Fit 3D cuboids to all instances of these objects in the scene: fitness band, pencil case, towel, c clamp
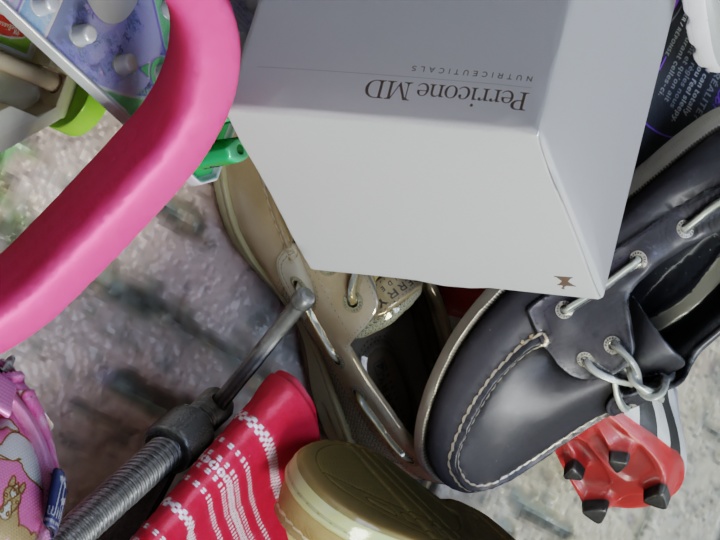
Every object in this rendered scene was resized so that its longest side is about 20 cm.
[{"bbox_3d":[-0.129,-0.043,0.914,0.200,0.037,0.144,-45,134,16],"label":"fitness band"},{"bbox_3d":[-0.159,0.074,0.906,0.086,0.200,0.083,-12,86,-23],"label":"pencil case"},{"bbox_3d":[-0.078,0.140,1.053,0.200,0.022,0.145,-50,159,-18],"label":"towel"},{"bbox_3d":[-0.106,0.101,0.994,0.200,0.027,0.171,-44,170,-51],"label":"c clamp"}]

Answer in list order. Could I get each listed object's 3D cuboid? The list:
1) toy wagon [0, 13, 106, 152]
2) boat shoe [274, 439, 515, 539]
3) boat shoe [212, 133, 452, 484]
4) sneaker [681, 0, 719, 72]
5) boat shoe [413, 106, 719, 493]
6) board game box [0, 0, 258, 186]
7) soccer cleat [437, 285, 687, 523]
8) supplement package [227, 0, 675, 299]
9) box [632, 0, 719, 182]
[{"bbox_3d":[-0.154,-0.098,0.972,0.155,0.040,0.200,22,87,-40],"label":"toy wagon"},{"bbox_3d":[0.016,0.120,1.089,0.063,0.073,0.201,-48,154,6],"label":"boat shoe"},{"bbox_3d":[0.000,0.000,1.101,0.072,0.065,0.200,-35,120,-28],"label":"boat shoe"},{"bbox_3d":[0.158,-0.159,1.014,0.200,0.082,0.075,71,31,-46],"label":"sneaker"},{"bbox_3d":[0.102,0.020,1.077,0.200,0.063,0.073,-45,129,7],"label":"boat shoe"},{"bbox_3d":[-0.079,-0.166,0.980,0.200,0.026,0.200,43,52,-37],"label":"board game box"},{"bbox_3d":[0.088,0.022,1.177,0.200,0.069,0.085,56,33,-34],"label":"soccer cleat"},{"bbox_3d":[0.045,-0.107,1.019,0.120,0.121,0.200,63,38,-57],"label":"supplement package"},{"bbox_3d":[0.143,-0.058,1.176,0.200,0.106,0.122,33,81,-38],"label":"box"}]
